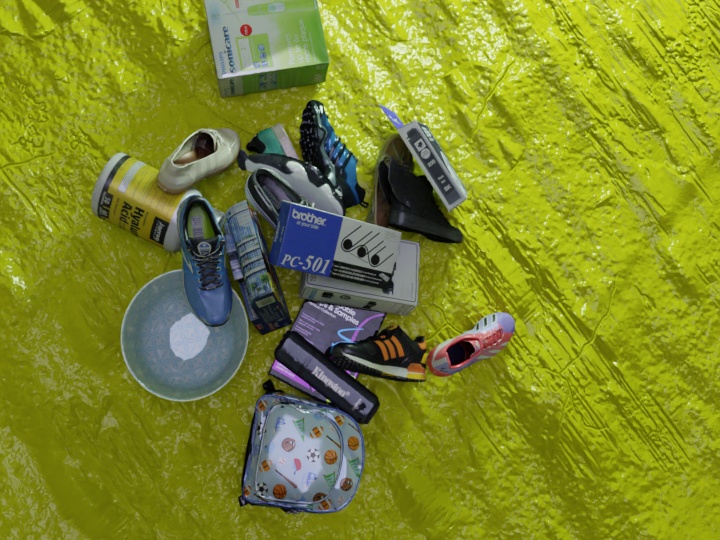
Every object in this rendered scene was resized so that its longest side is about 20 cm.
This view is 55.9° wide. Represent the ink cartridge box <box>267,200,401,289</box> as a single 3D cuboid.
[{"bbox_3d":[-0.036,-0.036,1.042,0.195,0.044,0.097,13,94,-29],"label":"ink cartridge box"}]

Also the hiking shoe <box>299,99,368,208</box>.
[{"bbox_3d":[-0.050,-0.201,1.197,0.085,0.074,0.206,-11,85,-31],"label":"hiking shoe"}]

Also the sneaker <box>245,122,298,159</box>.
[{"bbox_3d":[-0.130,-0.149,1.172,0.078,0.071,0.204,-26,81,-7],"label":"sneaker"}]

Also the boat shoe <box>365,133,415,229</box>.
[{"bbox_3d":[0.057,-0.149,1.200,0.071,0.063,0.206,11,80,-6],"label":"boat shoe"}]

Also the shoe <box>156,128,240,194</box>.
[{"bbox_3d":[-0.256,-0.191,1.114,0.069,0.054,0.201,32,42,5],"label":"shoe"}]

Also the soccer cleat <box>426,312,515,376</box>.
[{"bbox_3d":[0.201,0.126,1.165,0.196,0.076,0.068,-22,85,-26],"label":"soccer cleat"}]

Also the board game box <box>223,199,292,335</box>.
[{"bbox_3d":[-0.178,-0.021,1.098,0.060,0.201,0.204,-19,72,-4],"label":"board game box"}]

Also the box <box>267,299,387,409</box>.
[{"bbox_3d":[-0.052,0.118,1.161,0.140,0.036,0.204,27,77,-5],"label":"box"}]

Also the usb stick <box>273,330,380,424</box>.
[{"bbox_3d":[-0.055,0.176,1.118,0.198,0.033,0.056,39,80,-3],"label":"usb stick"}]

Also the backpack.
[{"bbox_3d":[-0.086,0.290,1.072,0.185,0.154,0.206,12,82,-12],"label":"backpack"}]

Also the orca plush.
[{"bbox_3d":[-0.105,-0.150,1.120,0.195,0.107,0.072,17,41,11],"label":"orca plush"}]

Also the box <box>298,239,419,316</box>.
[{"bbox_3d":[0.000,0.000,1.146,0.194,0.060,0.120,9,66,-13],"label":"box"}]

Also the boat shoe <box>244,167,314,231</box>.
[{"bbox_3d":[-0.098,-0.083,1.065,0.074,0.068,0.200,-43,97,-22],"label":"boat shoe"}]

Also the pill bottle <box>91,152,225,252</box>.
[{"bbox_3d":[-0.325,-0.099,1.109,0.196,0.111,0.114,25,79,-5],"label":"pill bottle"}]

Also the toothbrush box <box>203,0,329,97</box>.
[{"bbox_3d":[-0.164,-0.402,1.190,0.194,0.086,0.150,-10,84,-9],"label":"toothbrush box"}]

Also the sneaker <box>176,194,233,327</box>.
[{"bbox_3d":[-0.238,-0.016,1.019,0.076,0.089,0.206,-13,88,-15],"label":"sneaker"}]

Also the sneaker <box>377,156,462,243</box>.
[{"bbox_3d":[0.109,-0.116,1.172,0.196,0.059,0.108,13,83,-34],"label":"sneaker"}]

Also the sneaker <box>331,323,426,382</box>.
[{"bbox_3d":[0.034,0.129,1.134,0.197,0.069,0.093,20,71,-36],"label":"sneaker"}]

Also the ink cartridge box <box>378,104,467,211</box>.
[{"bbox_3d":[0.113,-0.200,1.144,0.043,0.198,0.202,-34,92,13],"label":"ink cartridge box"}]

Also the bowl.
[{"bbox_3d":[-0.276,0.109,1.086,0.194,0.108,0.206,3,76,-11],"label":"bowl"}]
